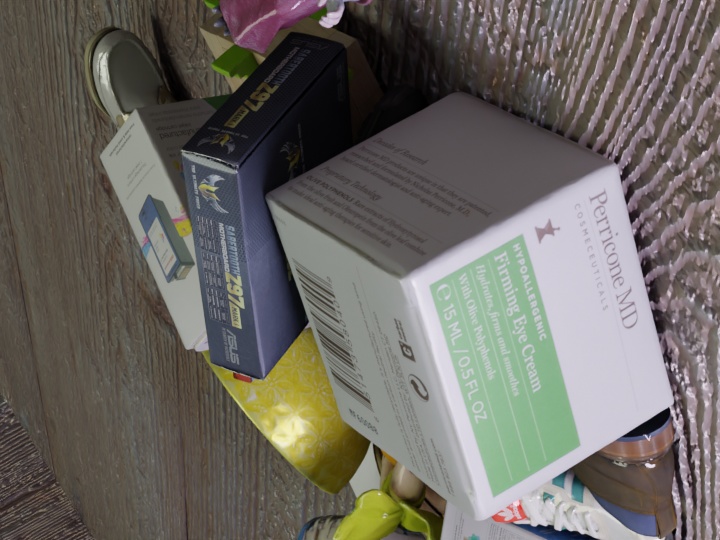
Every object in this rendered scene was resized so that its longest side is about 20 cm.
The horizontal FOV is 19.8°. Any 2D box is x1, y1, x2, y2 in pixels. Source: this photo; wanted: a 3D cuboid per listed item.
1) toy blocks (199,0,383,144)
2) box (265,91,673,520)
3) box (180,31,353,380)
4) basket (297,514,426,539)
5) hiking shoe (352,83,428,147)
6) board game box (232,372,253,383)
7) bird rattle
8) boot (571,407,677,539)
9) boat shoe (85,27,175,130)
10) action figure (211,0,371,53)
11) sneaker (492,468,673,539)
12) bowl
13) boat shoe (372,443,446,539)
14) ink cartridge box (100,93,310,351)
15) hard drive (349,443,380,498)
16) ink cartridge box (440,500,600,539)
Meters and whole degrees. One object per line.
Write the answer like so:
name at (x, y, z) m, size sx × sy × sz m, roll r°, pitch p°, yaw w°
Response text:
toy blocks at (-0.040, -0.135, 1.615) m, size 0.200 × 0.100 × 0.137 m, roll 30°, pitch 156°, yaw 47°
box at (0.074, 0.019, 1.393) m, size 0.200 × 0.171 × 0.200 m, roll 31°, pitch 145°, yaw 54°
box at (-0.060, -0.046, 1.476) m, size 0.051 × 0.158 × 0.200 m, roll 17°, pitch 134°, yaw 24°
basket at (0.010, 0.306, 1.953) m, size 0.200 × 0.176 × 0.140 m, roll -37°, pitch 43°, yaw 53°
hiking shoe at (0.053, -0.048, 1.534) m, size 0.100 × 0.076 × 0.200 m, roll 23°, pitch 138°, yaw 28°
board game box at (-0.072, -0.023, 1.552) m, size 0.019 × 0.103 × 0.201 m, roll 17°, pitch 131°, yaw 24°
bird rattle at (0.041, 0.139, 1.718) m, size 0.163 × 0.112 × 0.201 m, roll -96°, pitch 13°, yaw -69°
boot at (0.154, 0.122, 1.479) m, size 0.200 × 0.075 × 0.097 m, roll 29°, pitch 140°, yaw 55°
boat shoe at (-0.205, -0.151, 2.023) m, size 0.068 × 0.075 × 0.200 m, roll 31°, pitch 153°, yaw 43°
action figure at (-0.012, -0.218, 1.407) m, size 0.200 × 0.149 × 0.134 m, roll -20°, pitch 79°, yaw 45°
sneaker at (0.148, 0.174, 1.534) m, size 0.200 × 0.093 × 0.070 m, roll 41°, pitch 152°, yaw 46°
bowl at (-0.046, 0.092, 1.851) m, size 0.200 × 0.108 × 0.200 m, roll 49°, pitch -175°, yaw -5°
boat shoe at (0.080, 0.202, 1.811) m, size 0.068 × 0.072 × 0.200 m, roll -55°, pitch 51°, yaw 32°
ink cartridge box at (-0.112, -0.045, 1.763) m, size 0.088 × 0.145 × 0.200 m, roll -43°, pitch 65°, yaw 48°
hard drive at (-0.010, 0.140, 1.996) m, size 0.201 × 0.027 × 0.132 m, roll 65°, pitch 160°, yaw -9°
ink cartridge box at (0.147, 0.263, 1.571) m, size 0.200 × 0.076 × 0.137 m, roll 21°, pitch 106°, yaw 47°
